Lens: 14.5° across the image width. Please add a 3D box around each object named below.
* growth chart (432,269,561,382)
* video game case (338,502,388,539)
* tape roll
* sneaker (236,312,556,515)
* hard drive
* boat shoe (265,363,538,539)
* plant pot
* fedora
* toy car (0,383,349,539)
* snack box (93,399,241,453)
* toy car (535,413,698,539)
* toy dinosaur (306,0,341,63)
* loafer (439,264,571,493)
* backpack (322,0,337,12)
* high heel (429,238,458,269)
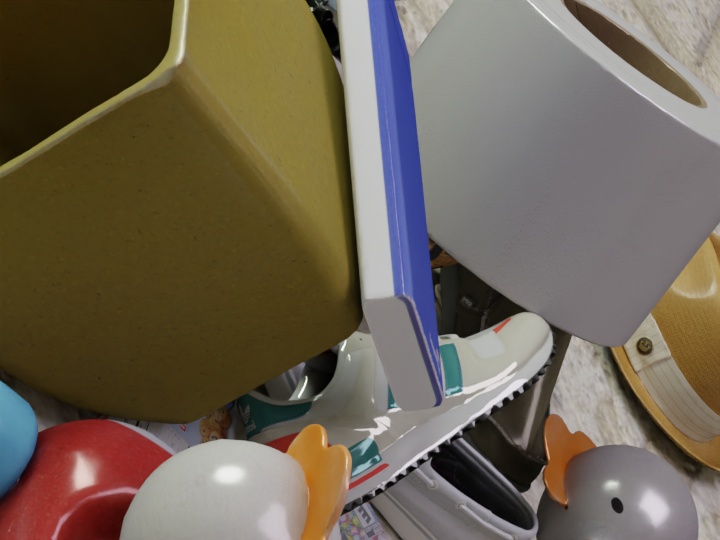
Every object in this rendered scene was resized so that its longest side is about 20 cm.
[{"bbox_3d":[0.071,-0.012,1.818,0.144,0.018,0.201,20,47,-51],"label":"growth chart"},{"bbox_3d":[0.007,0.214,1.487,0.201,0.018,0.143,62,27,5],"label":"video game case"},{"bbox_3d":[0.116,-0.072,1.627,0.202,0.139,0.203,35,15,-11],"label":"tape roll"},{"bbox_3d":[0.018,0.054,1.503,0.199,0.070,0.094,-33,90,-32],"label":"sneaker"},{"bbox_3d":[0.014,-0.048,1.421,0.132,0.025,0.201,71,13,-63],"label":"hard drive"},{"bbox_3d":[0.024,0.095,1.576,0.200,0.068,0.072,50,29,-18],"label":"boat shoe"},{"bbox_3d":[-0.097,-0.044,1.374,0.200,0.195,0.195,47,26,-30],"label":"plant pot"},{"bbox_3d":[0.242,0.041,1.981,0.200,0.082,0.201,41,32,-32],"label":"fedora"},{"bbox_3d":[-0.074,0.118,1.229,0.184,0.199,0.178,41,32,-32],"label":"toy car"},{"bbox_3d":[-0.095,0.068,1.450,0.072,0.024,0.200,46,30,-20],"label":"snack box"},{"bbox_3d":[0.156,0.174,1.612,0.200,0.184,0.177,51,28,0],"label":"toy car"},{"bbox_3d":[-0.070,-0.160,1.655,0.199,0.102,0.136,-7,50,-38],"label":"toy dinosaur"},{"bbox_3d":[0.090,0.041,1.709,0.075,0.069,0.201,32,39,-37],"label":"loafer"},{"bbox_3d":[-0.002,-0.228,1.756,0.163,0.154,0.200,47,-12,-13],"label":"backpack"},{"bbox_3d":[0.000,0.000,1.594,0.199,0.072,0.143,16,30,-35],"label":"high heel"}]
